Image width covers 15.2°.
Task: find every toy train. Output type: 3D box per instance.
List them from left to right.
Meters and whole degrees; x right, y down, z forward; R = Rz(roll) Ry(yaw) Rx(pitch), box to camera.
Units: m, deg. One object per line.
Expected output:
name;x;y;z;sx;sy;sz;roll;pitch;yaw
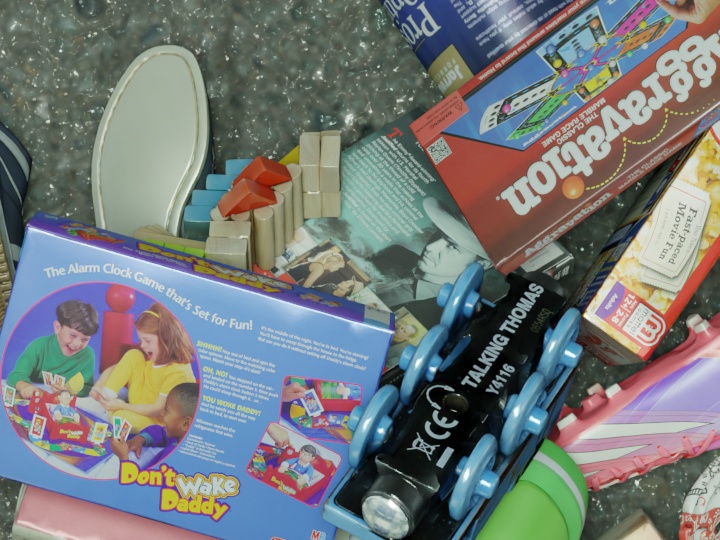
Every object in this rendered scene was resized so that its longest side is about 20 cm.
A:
toy train;0.051;0.084;1.414;0.086;0.115;0.200;25;47;13

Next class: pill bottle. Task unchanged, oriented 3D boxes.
pill bottle;0.080;-0.150;1.551;0.112;0.112;0.201;-34;84;3

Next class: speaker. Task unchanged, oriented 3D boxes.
speaker;0.053;0.176;1.462;0.088;0.089;0.200;31;47;5

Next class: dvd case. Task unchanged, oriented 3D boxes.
dvd case;0.000;0.000;1.529;0.199;0.022;0.146;-33;59;-21

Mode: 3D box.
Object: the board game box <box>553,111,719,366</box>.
board game box;0.187;-0.042;1.508;0.046;0.152;0.201;35;87;0

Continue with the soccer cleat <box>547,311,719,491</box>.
soccer cleat;0.170;0.089;1.559;0.199;0.067;0.077;-35;95;2

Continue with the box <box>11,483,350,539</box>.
box;-0.089;0.137;1.523;0.199;0.128;0.110;17;70;-2

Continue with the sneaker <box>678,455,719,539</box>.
sneaker;0.219;0.163;1.492;0.067;0.108;0.202;38;48;-14

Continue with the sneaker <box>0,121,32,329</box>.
sneaker;-0.224;0.001;1.600;0.070;0.109;0.201;-4;117;2

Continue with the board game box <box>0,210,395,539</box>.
board game box;-0.094;0.063;1.423;0.199;0.045;0.135;16;101;-2

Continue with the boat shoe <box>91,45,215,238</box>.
boat shoe;-0.113;-0.029;1.586;0.074;0.062;0.202;-5;78;21

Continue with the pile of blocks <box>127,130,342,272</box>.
pile of blocks;-0.081;-0.027;1.498;0.082;0.062;0.200;30;58;21

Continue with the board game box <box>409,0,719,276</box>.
board game box;0.131;-0.096;1.457;0.200;0.019;0.103;-37;64;12

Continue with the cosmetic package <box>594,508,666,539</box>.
cosmetic package;0.110;0.235;1.543;0.200;0.087;0.104;-37;87;3
